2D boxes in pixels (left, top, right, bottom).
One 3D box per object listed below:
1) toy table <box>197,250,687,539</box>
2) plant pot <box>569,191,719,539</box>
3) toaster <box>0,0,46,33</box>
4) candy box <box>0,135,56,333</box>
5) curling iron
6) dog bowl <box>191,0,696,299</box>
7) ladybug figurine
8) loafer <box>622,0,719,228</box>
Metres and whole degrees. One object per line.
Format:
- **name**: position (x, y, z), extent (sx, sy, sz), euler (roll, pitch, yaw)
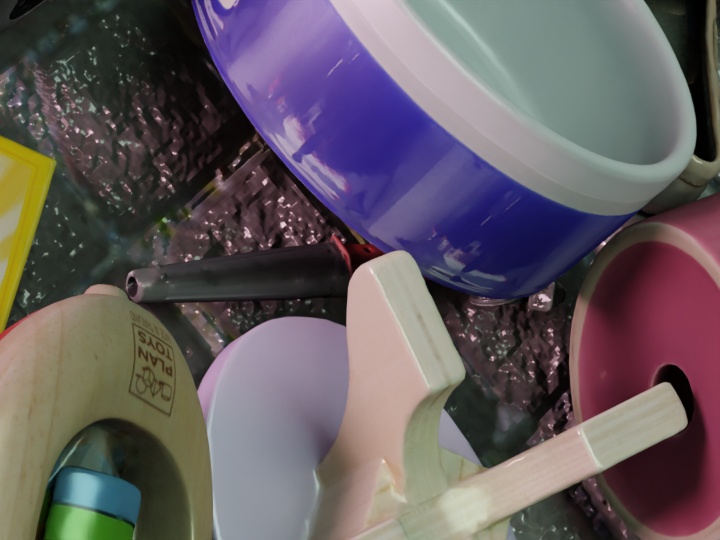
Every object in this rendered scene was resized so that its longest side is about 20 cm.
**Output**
- **toy table**: position (0.025, 0.098, 0.883), extent (0.183, 0.117, 0.201), euler (-36, 91, -34)
- **plant pot**: position (0.190, 0.037, 0.948), extent (0.178, 0.200, 0.202), euler (-5, 75, -29)
- **toaster**: position (-0.132, -0.212, 0.900), extent (0.181, 0.119, 0.201), euler (-40, 95, -34)
- **candy box**: position (-0.181, 0.030, 0.844), extent (0.102, 0.026, 0.202), euler (25, 63, -24)
- **curling iron**: position (0.000, 0.000, 0.946), extent (0.198, 0.049, 0.026), euler (0, 100, -30)
- **dog bowl**: position (0.033, -0.090, 0.925), extent (0.199, 0.079, 0.201), euler (34, 31, -23)
- **ladybug figurine**: position (-0.111, 0.102, 0.817), extent (0.136, 0.071, 0.202), euler (37, 58, -49)
- **loafer**: position (0.133, -0.119, 1.049), extent (0.071, 0.063, 0.202), euler (9, 69, -27)
